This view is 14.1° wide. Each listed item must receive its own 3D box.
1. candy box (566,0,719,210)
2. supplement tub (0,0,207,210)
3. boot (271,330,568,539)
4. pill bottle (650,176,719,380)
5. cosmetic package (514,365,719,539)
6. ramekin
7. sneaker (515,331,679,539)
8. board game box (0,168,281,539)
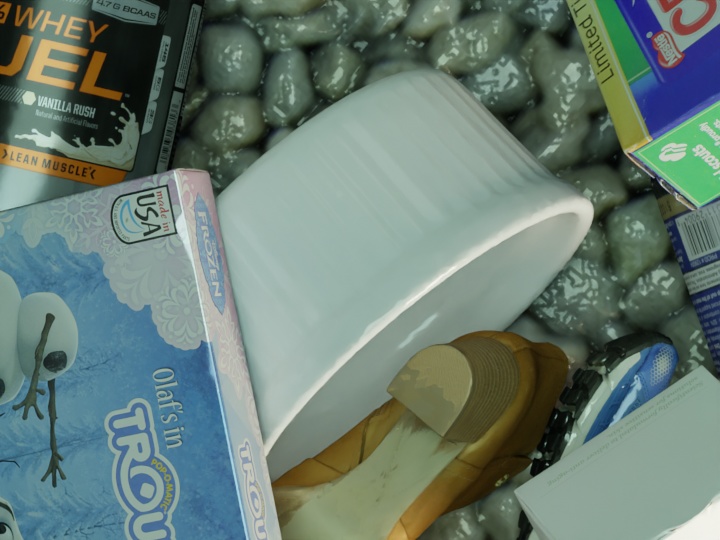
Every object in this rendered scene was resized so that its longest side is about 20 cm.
[{"bbox_3d":[0.186,-0.150,1.262,0.200,0.077,0.170,-33,52,20],"label":"candy box"},{"bbox_3d":[-0.140,-0.100,1.372,0.122,0.123,0.201,12,91,8],"label":"supplement tub"},{"bbox_3d":[0.014,0.110,1.337,0.071,0.144,0.201,46,102,20],"label":"boot"},{"bbox_3d":[0.215,0.028,1.324,0.111,0.112,0.201,-19,87,7],"label":"pill bottle"},{"bbox_3d":[0.162,0.156,1.284,0.107,0.085,0.200,-32,123,-6],"label":"cosmetic package"},{"bbox_3d":[0.000,0.000,1.317,0.200,0.200,0.098,-40,77,6],"label":"ramekin"},{"bbox_3d":[0.119,0.126,1.364,0.089,0.079,0.201,14,98,-3],"label":"sneaker"},{"bbox_3d":[-0.142,0.075,1.248,0.198,0.043,0.201,-13,86,17],"label":"board game box"}]
